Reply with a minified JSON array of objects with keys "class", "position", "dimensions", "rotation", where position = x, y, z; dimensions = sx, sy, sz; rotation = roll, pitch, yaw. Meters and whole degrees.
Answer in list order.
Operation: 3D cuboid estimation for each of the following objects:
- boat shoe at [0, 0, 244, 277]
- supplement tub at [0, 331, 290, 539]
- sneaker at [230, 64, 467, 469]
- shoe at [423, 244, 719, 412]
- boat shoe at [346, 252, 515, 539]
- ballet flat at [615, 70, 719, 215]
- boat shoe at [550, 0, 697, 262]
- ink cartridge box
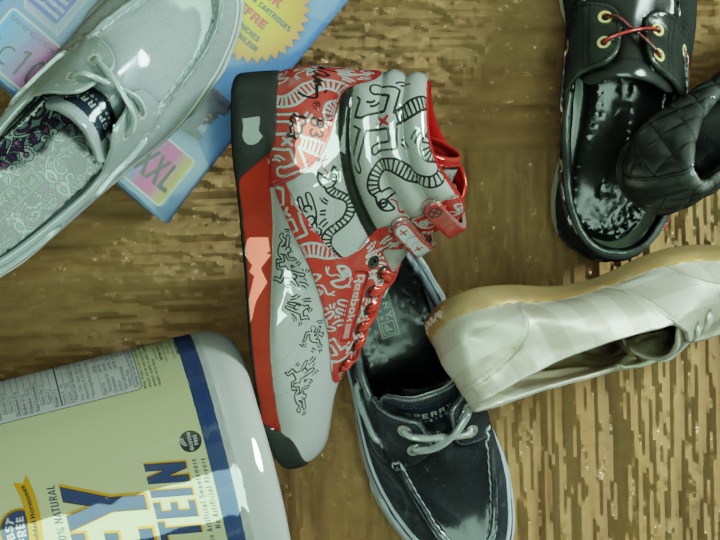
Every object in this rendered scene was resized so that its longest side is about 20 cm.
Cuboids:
[{"class":"boat shoe","position":[-0.127,-0.067,1.322],"dimensions":[0.070,0.072,0.201],"rotation":[43,91,-10]},{"class":"supplement tub","position":[-0.142,0.120,1.376],"dimensions":[0.199,0.145,0.146],"rotation":[-14,98,-7]},{"class":"sneaker","position":[0.000,0.000,1.364],"dimensions":[0.107,0.067,0.203],"rotation":[-3,109,5]},{"class":"shoe","position":[0.124,0.032,1.423],"dimensions":[0.199,0.070,0.054],"rotation":[-9,59,-30]},{"class":"boat shoe","position":[0.032,0.066,1.436],"dimensions":[0.071,0.068,0.201],"rotation":[-18,98,-7]},{"class":"ballet flat","position":[0.208,-0.084,1.427],"dimensions":[0.200,0.057,0.067],"rotation":[-37,116,-31]},{"class":"boat shoe","position":[0.137,-0.104,1.440],"dimensions":[0.073,0.063,0.203],"rotation":[6,93,-8]},{"class":"ink cartridge box","position":[-0.086,-0.143,1.395],"dimensions":[0.136,0.076,0.200],"rotation":[39,87,-10]}]
